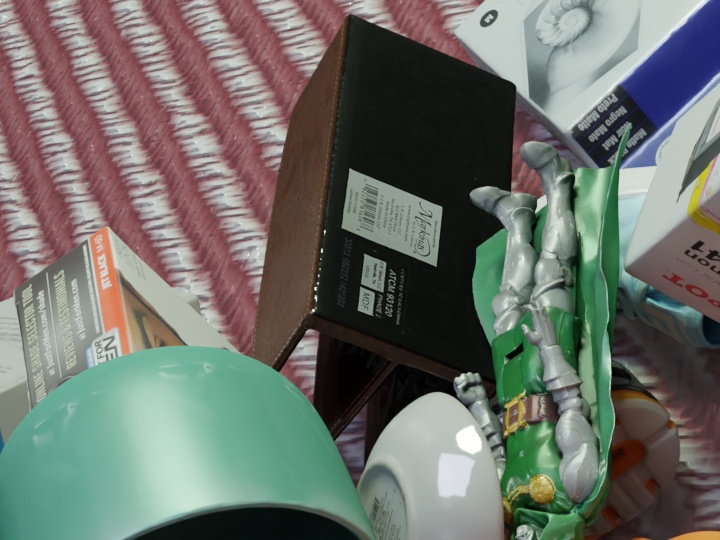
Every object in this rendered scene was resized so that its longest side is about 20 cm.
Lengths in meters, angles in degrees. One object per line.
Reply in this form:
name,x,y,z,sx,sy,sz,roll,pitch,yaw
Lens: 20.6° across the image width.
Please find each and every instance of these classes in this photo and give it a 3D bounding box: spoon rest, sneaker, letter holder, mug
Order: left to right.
mug,-0.089,0.100,0.810,0.152,0.185,0.115,-46,43,20
letter holder,0.000,0.000,1.001,0.142,0.100,0.201,-53,23,45
spoon rest,0.023,0.147,0.852,0.099,0.060,0.201,47,128,54
sneaker,0.058,0.111,0.924,0.199,0.078,0.077,-33,26,11
sneaker,0.143,0.000,0.937,0.199,0.074,0.082,-17,44,33

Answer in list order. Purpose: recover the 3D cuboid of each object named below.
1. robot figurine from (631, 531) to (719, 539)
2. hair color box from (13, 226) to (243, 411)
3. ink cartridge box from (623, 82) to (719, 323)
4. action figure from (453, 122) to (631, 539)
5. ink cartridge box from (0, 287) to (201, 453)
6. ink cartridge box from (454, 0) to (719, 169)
robot figurine,0.110,0.180,0.776,0.199,0.117,0.144,-34,-4,14
hair color box,-0.079,0.084,0.958,0.064,0.200,0.111,-34,40,14
ink cartridge box,0.211,-0.029,0.777,0.086,0.147,0.200,-64,4,-22
action figure,0.076,0.044,0.841,0.118,0.054,0.201,-46,36,48
ink cartridge box,-0.196,0.078,1.083,0.145,0.085,0.200,2,19,42
ink cartridge box,0.169,-0.148,1.069,0.200,0.041,0.200,-44,39,2
